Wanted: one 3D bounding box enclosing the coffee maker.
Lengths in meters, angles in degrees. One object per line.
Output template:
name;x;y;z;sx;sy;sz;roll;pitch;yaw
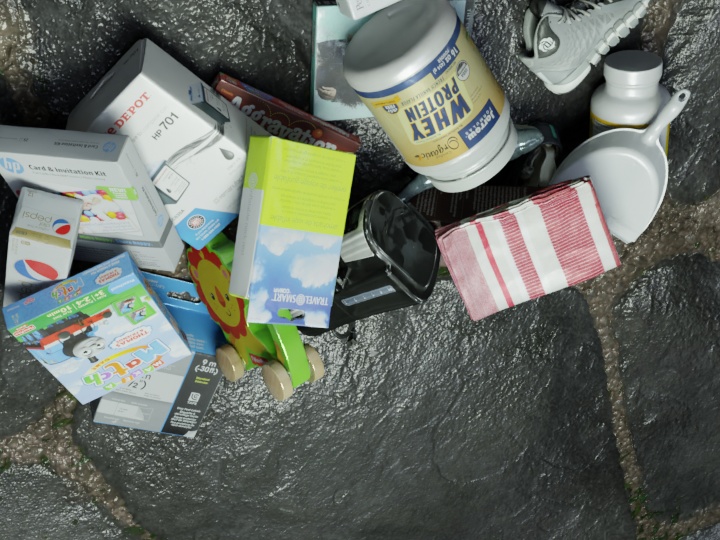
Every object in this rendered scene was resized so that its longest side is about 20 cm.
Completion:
coffee maker;0.000;0.000;1.316;0.199;0.136;0.192;-18;154;37

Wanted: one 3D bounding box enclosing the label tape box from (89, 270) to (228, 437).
label tape box;-0.252;0.113;1.373;0.143;0.066;0.201;15;116;-27

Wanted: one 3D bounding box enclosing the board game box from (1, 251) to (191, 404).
board game box;-0.299;0.072;1.230;0.150;0.037;0.200;-25;148;-3

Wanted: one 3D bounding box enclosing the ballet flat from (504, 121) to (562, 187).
ballet flat;0.224;-0.100;1.419;0.073;0.073;0.201;3;119;-23

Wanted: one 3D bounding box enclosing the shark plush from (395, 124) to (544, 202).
shark plush;0.129;-0.144;1.339;0.199;0.083;0.091;-19;125;-14

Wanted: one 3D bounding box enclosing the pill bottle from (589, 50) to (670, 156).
pill bottle;0.354;-0.183;1.395;0.104;0.104;0.201;-13;124;-13

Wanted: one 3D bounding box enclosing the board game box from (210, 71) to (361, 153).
board game box;-0.108;-0.156;1.275;0.199;0.020;0.103;21;122;-30

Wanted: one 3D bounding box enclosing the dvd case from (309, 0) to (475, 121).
dvd case;0.038;-0.257;1.279;0.199;0.022;0.147;-7;123;-18

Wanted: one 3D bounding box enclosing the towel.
towel;0.205;-0.023;1.290;0.199;0.023;0.145;-21;123;11

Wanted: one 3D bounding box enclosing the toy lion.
toy lion;-0.142;0.046;1.282;0.068;0.200;0.193;-28;111;-28

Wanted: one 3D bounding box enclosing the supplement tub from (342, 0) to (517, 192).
supplement tub;0.086;-0.202;1.229;0.144;0.145;0.200;-37;126;5

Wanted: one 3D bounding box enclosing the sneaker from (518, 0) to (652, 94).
sneaker;0.271;-0.321;1.297;0.115;0.075;0.200;28;108;-30

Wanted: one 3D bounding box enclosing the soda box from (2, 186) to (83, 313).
soda box;-0.359;-0.012;1.188;0.068;0.064;0.200;13;149;-14

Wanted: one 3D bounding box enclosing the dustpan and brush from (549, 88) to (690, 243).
dustpan and brush;0.348;-0.145;1.332;0.139;0.057;0.200;33;133;-1

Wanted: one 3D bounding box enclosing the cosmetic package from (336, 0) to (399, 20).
cosmetic package;0.057;-0.367;1.175;0.199;0.071;0.102;-26;115;-5

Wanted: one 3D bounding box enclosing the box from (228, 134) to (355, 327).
box;-0.077;-0.042;1.179;0.121;0.048;0.202;7;94;-40

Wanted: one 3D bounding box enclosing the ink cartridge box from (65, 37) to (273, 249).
ink cartridge box;-0.212;-0.139;1.196;0.146;0.086;0.200;-39;125;24

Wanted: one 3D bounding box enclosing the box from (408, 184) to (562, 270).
box;0.159;-0.058;1.357;0.198;0.100;0.075;1;124;10

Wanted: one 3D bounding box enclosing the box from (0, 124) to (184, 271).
box;-0.297;-0.076;1.166;0.155;0.041;0.200;7;147;14
